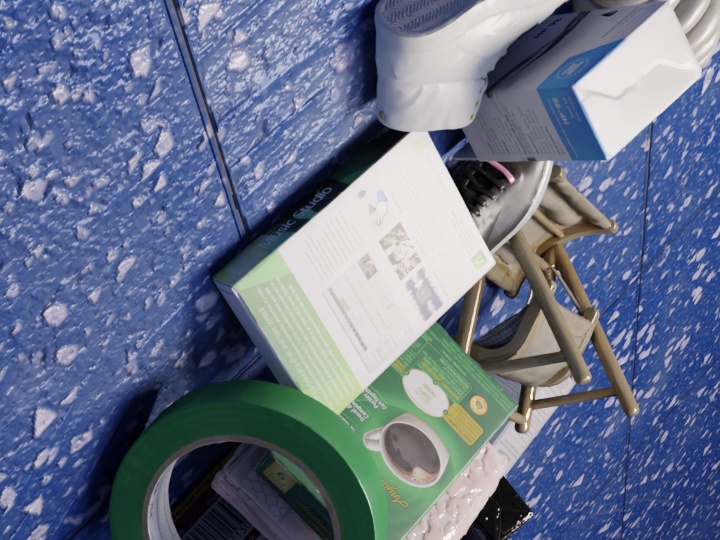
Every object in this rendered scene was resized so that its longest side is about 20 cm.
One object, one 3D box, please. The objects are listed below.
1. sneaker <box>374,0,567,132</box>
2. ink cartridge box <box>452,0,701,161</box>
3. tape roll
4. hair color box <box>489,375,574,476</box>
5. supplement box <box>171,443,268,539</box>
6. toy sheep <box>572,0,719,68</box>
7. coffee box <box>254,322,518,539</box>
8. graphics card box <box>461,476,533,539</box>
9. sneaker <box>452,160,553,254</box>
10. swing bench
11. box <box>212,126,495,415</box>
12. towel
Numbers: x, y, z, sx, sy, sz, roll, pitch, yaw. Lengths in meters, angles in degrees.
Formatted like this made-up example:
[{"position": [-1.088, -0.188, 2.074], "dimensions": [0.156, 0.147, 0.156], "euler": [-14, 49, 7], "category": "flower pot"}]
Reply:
[{"position": [0.088, -0.174, 1.098], "dimensions": [0.200, 0.074, 0.116], "euler": [-27, 146, -25], "category": "sneaker"}, {"position": [0.148, -0.143, 1.155], "dimensions": [0.116, 0.200, 0.067], "euler": [-42, 113, -23], "category": "ink cartridge box"}, {"position": [-0.081, 0.181, 1.088], "dimensions": [0.201, 0.200, 0.048], "euler": [-64, 177, 19], "category": "tape roll"}, {"position": [0.137, 0.171, 1.583], "dimensions": [0.200, 0.061, 0.099], "euler": [-52, 153, -5], "category": "hair color box"}, {"position": [-0.092, 0.258, 1.270], "dimensions": [0.131, 0.103, 0.200], "euler": [-47, 153, -16], "category": "supplement box"}, {"position": [0.236, -0.222, 1.215], "dimensions": [0.138, 0.138, 0.200], "euler": [-53, 138, -2], "category": "toy sheep"}, {"position": [0.023, 0.131, 1.178], "dimensions": [0.200, 0.123, 0.044], "euler": [-45, 179, -36], "category": "coffee box"}, {"position": [0.082, 0.221, 1.416], "dimensions": [0.051, 0.126, 0.200], "euler": [-33, 168, -24], "category": "graphics card box"}, {"position": [0.085, -0.050, 1.227], "dimensions": [0.200, 0.071, 0.099], "euler": [-53, 158, 8], "category": "sneaker"}, {"position": [0.160, 0.030, 1.351], "dimensions": [0.199, 0.130, 0.200], "euler": [30, 52, -62], "category": "swing bench"}, {"position": [0.000, 0.000, 1.121], "dimensions": [0.200, 0.036, 0.144], "euler": [-43, 122, -22], "category": "box"}, {"position": [0.007, 0.164, 1.200], "dimensions": [0.200, 0.191, 0.032], "euler": [-50, -175, -36], "category": "towel"}]
